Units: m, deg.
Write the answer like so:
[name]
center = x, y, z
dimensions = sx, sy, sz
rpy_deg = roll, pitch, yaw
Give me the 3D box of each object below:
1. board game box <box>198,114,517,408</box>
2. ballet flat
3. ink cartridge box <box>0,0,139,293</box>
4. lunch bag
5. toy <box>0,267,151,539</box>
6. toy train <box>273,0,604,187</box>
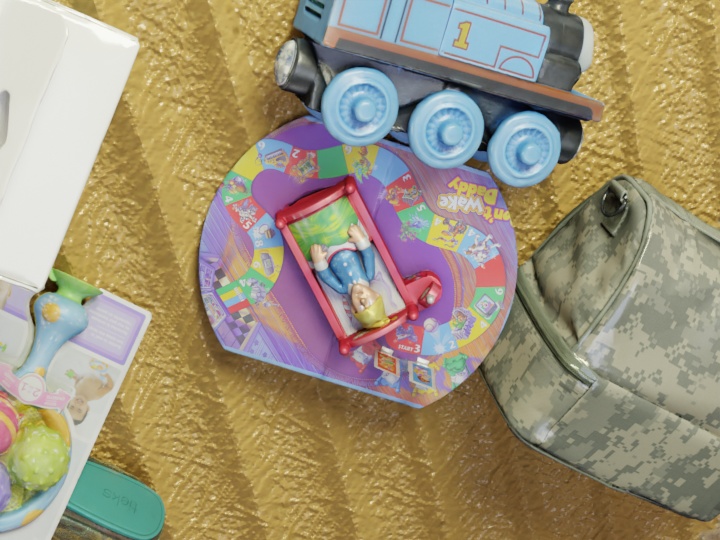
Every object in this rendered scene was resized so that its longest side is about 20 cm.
[board game box]
center = 0.000, 0.000, 0.840
dimensions = 0.199, 0.039, 0.159
rpy_deg = 17, 102, -6
[ballet flat]
center = -0.215, 0.127, 0.871
dimensions = 0.200, 0.071, 0.071
rpy_deg = 37, 102, -26
[ink cartridge box]
center = -0.200, -0.080, 0.672
dimensions = 0.125, 0.200, 0.129
rpy_deg = 21, 91, -22
[lunch bag]
center = 0.196, 0.046, 0.892
dimensions = 0.199, 0.140, 0.168
rpy_deg = 28, 113, -24
[toy]
center = -0.205, 0.093, 0.808
dimensions = 0.115, 0.047, 0.201
rpy_deg = 28, 74, -27
[toy train]
center = 0.051, -0.122, 0.803
dimensions = 0.199, 0.087, 0.115
rpy_deg = 12, 106, -20
